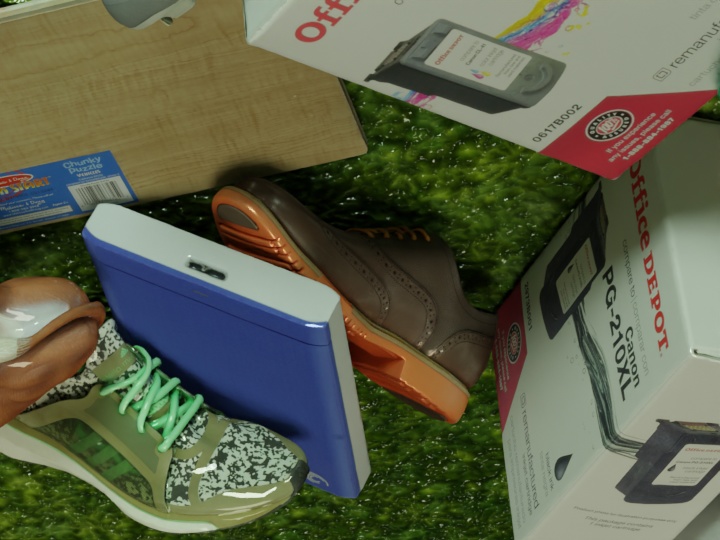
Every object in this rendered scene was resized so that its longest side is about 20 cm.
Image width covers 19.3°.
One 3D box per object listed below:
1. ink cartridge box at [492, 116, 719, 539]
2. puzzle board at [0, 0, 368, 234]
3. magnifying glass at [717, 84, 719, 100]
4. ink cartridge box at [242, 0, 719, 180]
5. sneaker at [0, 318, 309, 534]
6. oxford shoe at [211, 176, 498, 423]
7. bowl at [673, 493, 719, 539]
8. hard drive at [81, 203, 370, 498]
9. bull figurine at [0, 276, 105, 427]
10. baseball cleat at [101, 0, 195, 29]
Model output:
[{"bbox_3d":[0.146,0.038,1.069,0.084,0.145,0.200,9,143,-19],"label":"ink cartridge box"},{"bbox_3d":[-0.110,-0.080,0.971,0.199,0.017,0.151,-12,147,9],"label":"puzzle board"},{"bbox_3d":[0.200,-0.086,0.928,0.079,0.022,0.200,-35,166,12],"label":"magnifying glass"},{"bbox_3d":[0.068,-0.131,0.862,0.199,0.086,0.148,15,141,-32],"label":"ink cartridge box"},{"bbox_3d":[-0.121,0.070,1.091,0.199,0.077,0.089,17,137,15],"label":"sneaker"},{"bbox_3d":[0.000,0.000,1.072,0.071,0.073,0.200,21,164,45],"label":"oxford shoe"},{"bbox_3d":[0.247,0.097,1.142,0.199,0.075,0.199,-25,-165,-24],"label":"bowl"},{"bbox_3d":[-0.064,0.046,1.090,0.131,0.025,0.200,21,155,16],"label":"hard drive"},{"bbox_3d":[-0.213,0.062,1.050,0.200,0.065,0.121,-39,157,32],"label":"bull figurine"},{"bbox_3d":[-0.068,-0.179,0.798,0.106,0.070,0.200,22,128,-26],"label":"baseball cleat"}]
